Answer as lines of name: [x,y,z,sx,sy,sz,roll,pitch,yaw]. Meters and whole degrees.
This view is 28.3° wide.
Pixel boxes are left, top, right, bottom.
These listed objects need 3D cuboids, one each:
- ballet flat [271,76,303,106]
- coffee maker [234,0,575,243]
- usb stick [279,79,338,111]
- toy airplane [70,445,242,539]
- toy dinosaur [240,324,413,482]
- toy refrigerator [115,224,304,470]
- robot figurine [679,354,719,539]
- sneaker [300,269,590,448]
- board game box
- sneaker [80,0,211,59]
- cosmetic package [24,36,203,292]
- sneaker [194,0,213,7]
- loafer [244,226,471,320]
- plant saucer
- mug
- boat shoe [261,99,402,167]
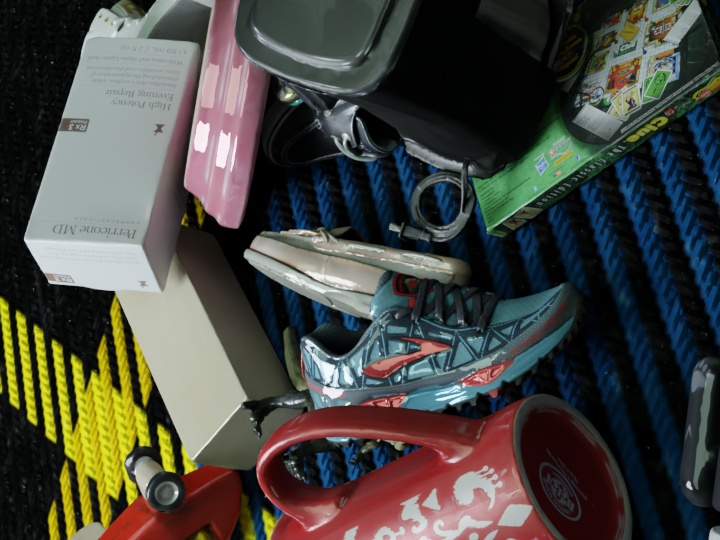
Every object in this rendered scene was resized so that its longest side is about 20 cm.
ballet flat: [-0.012,-0.211,1.019,0.200,0.072,0.072,-50,43,-6]
coffee maker: [0.031,-0.127,0.862,0.134,0.200,0.193,-4,81,31]
usb stick: [0.017,-0.196,0.979,0.200,0.055,0.033,-50,15,-5]
toy airplane: [-0.178,0.253,1.109,0.199,0.141,0.200,-26,31,31]
toy dinosaur: [-0.030,0.103,1.030,0.200,0.088,0.048,30,144,49]
toy refrigerator: [-0.124,0.058,1.146,0.076,0.070,0.200,-49,50,22]
robot figurine: [0.239,0.084,0.694,0.150,0.124,0.201,173,106,-83]
sneaker: [0.045,0.041,0.903,0.199,0.079,0.096,-24,95,21]
board game box: [0.143,-0.114,0.915,0.200,0.023,0.105,-35,58,38]
sneaker: [-0.191,-0.217,1.273,0.200,0.073,0.116,-49,53,32]
cosmetic package: [-0.190,-0.087,1.151,0.101,0.074,0.201,3,59,10]
sneaker: [-0.098,-0.272,1.088,0.146,0.200,0.081,-35,74,21]
loafer: [0.000,0.000,1.028,0.200,0.072,0.063,22,82,42]
plant saucer: [-0.100,-0.135,1.096,0.201,0.051,0.202,-171,90,-82]
mug: [0.041,0.158,0.866,0.200,0.177,0.134,-33,45,34]
boat shoe: [0.004,-0.113,1.038,0.200,0.072,0.068,-27,57,34]
